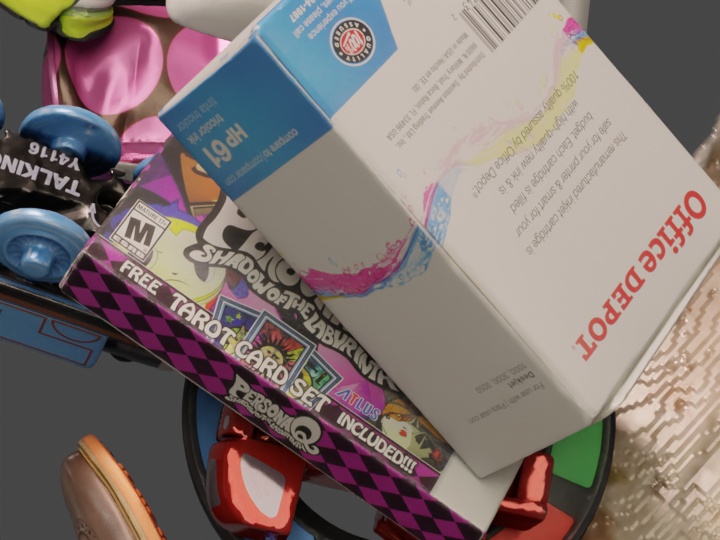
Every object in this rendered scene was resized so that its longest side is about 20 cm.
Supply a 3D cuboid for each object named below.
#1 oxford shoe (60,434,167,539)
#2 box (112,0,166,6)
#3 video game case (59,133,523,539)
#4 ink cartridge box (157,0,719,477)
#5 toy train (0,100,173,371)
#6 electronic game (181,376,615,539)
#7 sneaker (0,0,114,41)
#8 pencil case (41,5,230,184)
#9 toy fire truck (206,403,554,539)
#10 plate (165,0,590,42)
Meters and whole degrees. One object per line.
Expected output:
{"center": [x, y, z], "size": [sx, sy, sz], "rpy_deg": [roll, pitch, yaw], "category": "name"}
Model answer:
{"center": [-0.102, 0.169, 1.029], "size": [0.072, 0.071, 0.201], "rpy_deg": [-19, 72, -5], "category": "oxford shoe"}
{"center": [-0.050, -0.214, 1.190], "size": [0.192, 0.048, 0.201], "rpy_deg": [-1, 70, -1], "category": "box"}
{"center": [0.000, 0.000, 1.012], "size": [0.199, 0.036, 0.182], "rpy_deg": [35, 48, -2], "category": "video game case"}
{"center": [0.040, -0.040, 0.959], "size": [0.200, 0.085, 0.145], "rpy_deg": [48, 49, -7], "category": "ink cartridge box"}
{"center": [-0.143, -0.014, 1.049], "size": [0.199, 0.114, 0.087], "rpy_deg": [19, 53, -12], "category": "toy train"}
{"center": [0.018, 0.066, 1.089], "size": [0.198, 0.042, 0.201], "rpy_deg": [1, 69, -3], "category": "electronic game"}
{"center": [-0.179, -0.191, 1.079], "size": [0.199, 0.074, 0.081], "rpy_deg": [34, 112, 4], "category": "sneaker"}
{"center": [-0.048, -0.076, 1.116], "size": [0.198, 0.091, 0.094], "rpy_deg": [-3, 34, -3], "category": "pencil case"}
{"center": [0.024, 0.136, 1.026], "size": [0.199, 0.049, 0.142], "rpy_deg": [13, 75, -4], "category": "toy fire truck"}
{"center": [0.026, -0.177, 1.066], "size": [0.199, 0.032, 0.201], "rpy_deg": [16, 70, -19], "category": "plate"}
